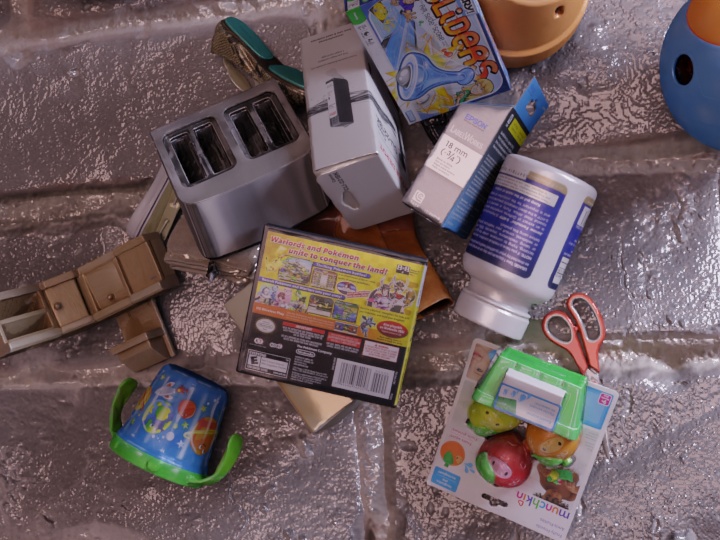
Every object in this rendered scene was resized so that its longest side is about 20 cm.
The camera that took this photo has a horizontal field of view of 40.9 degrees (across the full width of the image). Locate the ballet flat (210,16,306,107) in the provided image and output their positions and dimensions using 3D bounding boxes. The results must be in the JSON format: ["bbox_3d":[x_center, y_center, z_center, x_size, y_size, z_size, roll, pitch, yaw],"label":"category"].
[{"bbox_3d":[-0.127,-0.261,1.297,0.200,0.068,0.076,40,120,19],"label":"ballet flat"}]

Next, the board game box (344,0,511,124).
[{"bbox_3d":[0.081,-0.262,1.110,0.134,0.200,0.035,-17,54,17],"label":"board game box"}]

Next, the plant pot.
[{"bbox_3d":[0.188,-0.356,1.139,0.198,0.140,0.202,0,86,-4],"label":"plant pot"}]

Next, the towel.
[{"bbox_3d":[-0.162,-0.073,1.258,0.132,0.035,0.201,12,57,19],"label":"towel"}]

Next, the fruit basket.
[{"bbox_3d":[0.190,0.205,1.165,0.184,0.094,0.201,21,96,15],"label":"fruit basket"}]

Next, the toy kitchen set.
[{"bbox_3d":[-0.355,0.071,1.267,0.199,0.180,0.164,-24,89,25],"label":"toy kitchen set"}]

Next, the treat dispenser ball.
[{"bbox_3d":[0.432,-0.228,1.060,0.199,0.201,0.203,-1,87,16],"label":"treat dispenser ball"}]

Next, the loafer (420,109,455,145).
[{"bbox_3d":[0.095,-0.249,1.227,0.071,0.063,0.202,-10,84,13],"label":"loafer"}]

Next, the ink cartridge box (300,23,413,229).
[{"bbox_3d":[-0.004,-0.174,1.176,0.083,0.144,0.201,-14,61,15],"label":"ink cartridge box"}]

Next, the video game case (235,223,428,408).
[{"bbox_3d":[-0.034,0.054,1.149,0.198,0.026,0.182,12,97,3],"label":"video game case"}]

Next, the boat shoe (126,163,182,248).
[{"bbox_3d":[-0.246,-0.115,1.322,0.062,0.072,0.201,35,107,1],"label":"boat shoe"}]

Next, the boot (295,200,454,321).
[{"bbox_3d":[0.000,0.000,1.221,0.187,0.069,0.201,-21,65,1],"label":"boot"}]

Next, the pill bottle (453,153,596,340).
[{"bbox_3d":[0.191,-0.026,1.160,0.119,0.120,0.201,25,94,15],"label":"pill bottle"}]

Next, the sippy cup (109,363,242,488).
[{"bbox_3d":[-0.242,0.198,1.273,0.177,0.140,0.131,26,83,-9],"label":"sippy cup"}]

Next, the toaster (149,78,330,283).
[{"bbox_3d":[-0.149,-0.121,1.196,0.180,0.119,0.201,-24,53,-6],"label":"toaster"}]

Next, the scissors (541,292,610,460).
[{"bbox_3d":[0.288,0.127,1.180,0.073,0.014,0.201,-26,80,12],"label":"scissors"}]

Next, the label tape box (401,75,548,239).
[{"bbox_3d":[0.141,-0.144,1.168,0.063,0.144,0.201,33,96,17],"label":"label tape box"}]

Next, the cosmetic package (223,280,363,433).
[{"bbox_3d":[-0.078,0.103,1.239,0.071,0.105,0.200,-39,80,10],"label":"cosmetic package"}]
